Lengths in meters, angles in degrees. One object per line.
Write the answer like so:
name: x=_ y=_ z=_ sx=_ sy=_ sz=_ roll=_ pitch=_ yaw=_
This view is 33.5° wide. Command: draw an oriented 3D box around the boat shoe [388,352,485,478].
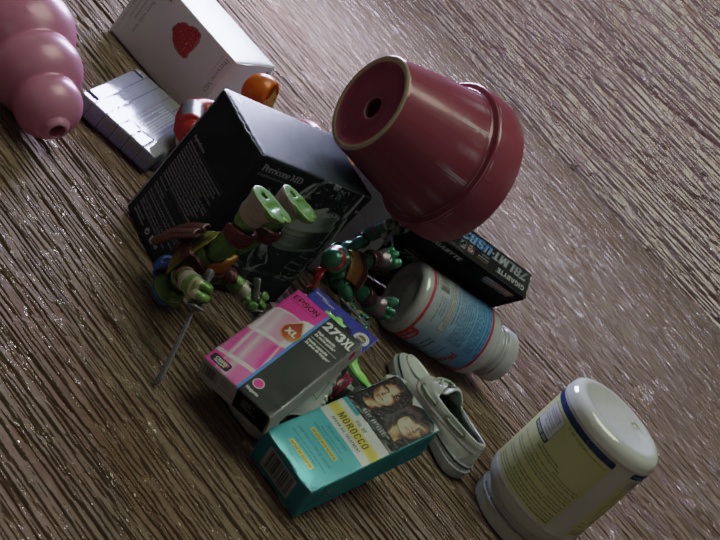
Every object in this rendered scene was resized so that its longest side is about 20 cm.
boat shoe: x=0.106 y=0.174 z=1.552 sx=0.073 sy=0.067 sz=0.200 roll=19 pitch=32 yaw=-48

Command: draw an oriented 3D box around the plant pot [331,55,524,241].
plant pot: x=0.071 y=-0.162 z=1.458 sx=0.179 sy=0.200 sz=0.201 roll=31 pitch=24 yaw=-37

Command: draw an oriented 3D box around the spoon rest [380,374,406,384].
spoon rest: x=-0.024 y=0.100 z=1.491 sx=0.099 sy=0.061 sz=0.200 roll=22 pitch=16 yaw=-46

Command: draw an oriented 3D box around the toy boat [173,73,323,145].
toy boat: x=-0.139 y=-0.196 z=1.568 sx=0.199 sy=0.131 sz=0.131 roll=14 pitch=30 yaw=-14

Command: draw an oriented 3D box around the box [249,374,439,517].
box: x=-0.013 y=0.181 z=1.258 sx=0.199 sy=0.049 sz=0.082 roll=-18 pitch=62 yaw=-44

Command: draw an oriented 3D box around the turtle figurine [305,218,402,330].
turtle figurine: x=0.000 y=0.000 z=1.517 sx=0.100 sy=0.151 sz=0.200 roll=20 pitch=-3 yaw=20

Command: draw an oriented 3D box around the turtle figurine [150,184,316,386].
turtle figurine: x=-0.127 y=0.012 z=1.265 sx=0.144 sy=0.194 sz=0.201 roll=28 pitch=29 yaw=-40

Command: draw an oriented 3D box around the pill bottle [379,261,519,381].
pill bottle: x=0.130 y=0.079 z=1.717 sx=0.199 sy=0.109 sz=0.109 roll=33 pitch=23 yaw=-26

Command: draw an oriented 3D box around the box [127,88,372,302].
box: x=-0.131 y=-0.083 z=1.425 sx=0.199 sy=0.197 sz=0.124 roll=16 pitch=34 yaw=-49

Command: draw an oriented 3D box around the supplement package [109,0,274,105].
supplement package: x=-0.250 y=-0.332 z=1.785 sx=0.200 sy=0.121 sz=0.120 roll=48 pitch=22 yaw=13

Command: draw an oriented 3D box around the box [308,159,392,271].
box: x=-0.006 y=-0.100 z=1.680 sx=0.106 sy=0.200 sz=0.153 roll=38 pitch=21 yaw=-16

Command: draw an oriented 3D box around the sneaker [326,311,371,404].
sneaker: x=-0.030 y=0.142 z=1.387 sx=0.083 sy=0.077 sz=0.201 roll=-14 pitch=59 yaw=-28

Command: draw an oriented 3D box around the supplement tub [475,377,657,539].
supplement tub: x=0.254 y=0.249 z=1.492 sx=0.145 sy=0.200 sz=0.145 roll=36 pitch=22 yaw=-18

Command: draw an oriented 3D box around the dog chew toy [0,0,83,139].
dog chew toy: x=-0.378 y=-0.236 z=1.387 sx=0.124 sy=0.124 sz=0.201 roll=14 pitch=44 yaw=-52

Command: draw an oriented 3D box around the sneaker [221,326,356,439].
sneaker: x=-0.062 y=0.123 z=1.302 sx=0.200 sy=0.070 sz=0.081 roll=-25 pitch=82 yaw=-38

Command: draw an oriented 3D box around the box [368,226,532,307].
box: x=0.113 y=-0.006 z=1.744 sx=0.200 sy=0.198 sz=0.050 roll=33 pitch=62 yaw=-27

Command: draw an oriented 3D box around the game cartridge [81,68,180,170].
game cartridge: x=-0.291 y=-0.201 z=1.589 sx=0.130 sy=0.038 sz=0.200 roll=46 pitch=20 yaw=-5

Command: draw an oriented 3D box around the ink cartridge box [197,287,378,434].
ink cartridge box: x=-0.069 y=0.082 z=1.250 sx=0.095 sy=0.037 sz=0.200 roll=39 pitch=43 yaw=15
